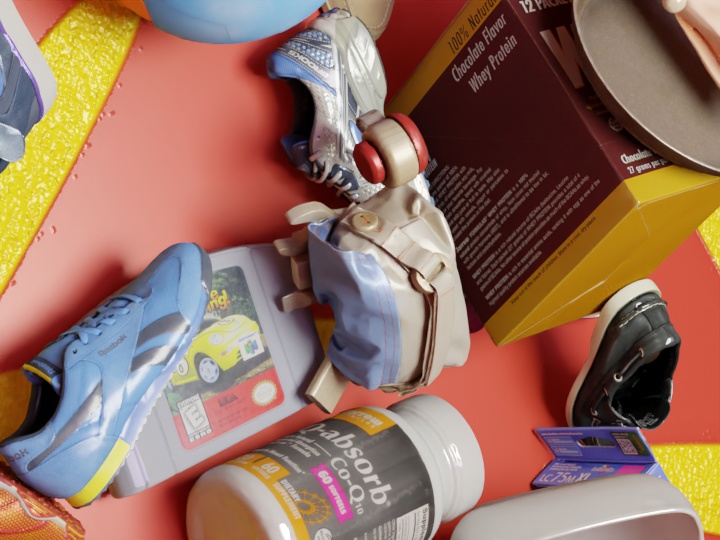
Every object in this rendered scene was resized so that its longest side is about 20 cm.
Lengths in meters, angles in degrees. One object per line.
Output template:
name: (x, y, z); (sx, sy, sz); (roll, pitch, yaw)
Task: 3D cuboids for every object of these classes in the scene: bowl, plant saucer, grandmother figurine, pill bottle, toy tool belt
bowl: (0.150, 0.231, 1.580); (0.199, 0.075, 0.200); (-12, 134, -9)
plant saucer: (0.225, -0.141, 1.478); (0.200, 0.032, 0.200); (19, 48, -23)
grandmother figurine: (0.227, -0.191, 1.461); (0.200, 0.061, 0.121); (51, 18, 13)
pill bottle: (-0.015, 0.162, 1.493); (0.200, 0.116, 0.117); (-22, 100, -38)
toy tool belt: (0.000, 0.000, 1.469); (0.123, 0.125, 0.200); (-27, 126, -20)

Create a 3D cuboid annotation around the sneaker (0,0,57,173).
sneaker: (-0.287, -0.134, 1.321); (0.146, 0.081, 0.200); (-51, 122, -34)

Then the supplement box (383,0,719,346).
supplement box: (0.143, -0.090, 1.548); (0.133, 0.197, 0.200); (-17, 68, -38)

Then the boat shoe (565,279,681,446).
boat shoe: (0.213, 0.092, 1.645); (0.074, 0.200, 0.066); (-21, 55, -26)

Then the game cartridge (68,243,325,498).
game cartridge: (-0.113, 0.059, 1.476); (0.200, 0.041, 0.133); (-26, 99, -37)

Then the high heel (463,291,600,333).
high heel: (0.127, 0.032, 1.646); (0.200, 0.067, 0.096); (-35, 97, -39)

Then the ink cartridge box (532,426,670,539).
ink cartridge box: (0.213, 0.211, 1.669); (0.042, 0.119, 0.200); (-40, 111, -32)

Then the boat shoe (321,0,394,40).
boat shoe: (0.010, -0.270, 1.579); (0.072, 0.065, 0.200); (4, 88, -39)

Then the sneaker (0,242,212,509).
sneaker: (-0.165, 0.053, 1.373); (0.078, 0.066, 0.200); (39, 64, -24)

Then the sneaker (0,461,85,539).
sneaker: (-0.266, 0.149, 1.336); (0.200, 0.073, 0.077); (23, 94, -31)

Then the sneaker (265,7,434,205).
sneaker: (-0.015, -0.085, 1.552); (0.085, 0.077, 0.200); (-27, 103, -22)

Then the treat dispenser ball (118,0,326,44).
treat dispenser ball: (-0.093, -0.252, 1.411); (0.201, 0.201, 0.201); (4, 84, -38)
